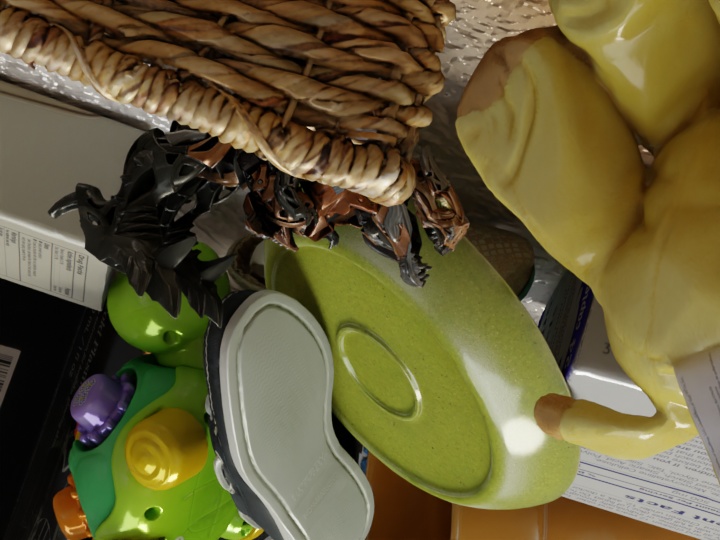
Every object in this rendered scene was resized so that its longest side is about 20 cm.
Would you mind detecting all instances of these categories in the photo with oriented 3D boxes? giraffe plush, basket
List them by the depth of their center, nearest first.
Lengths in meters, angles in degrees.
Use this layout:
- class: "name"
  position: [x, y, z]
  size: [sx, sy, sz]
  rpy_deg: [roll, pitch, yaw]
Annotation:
- class: "basket"
  position: [-0.074, -0.095, 0.468]
  size: [0.198, 0.151, 0.143]
  rpy_deg: [19, 159, -11]
- class: "giraffe plush"
  position: [0.152, -0.023, 0.510]
  size: [0.161, 0.203, 0.172]
  rpy_deg: [-5, 174, -44]

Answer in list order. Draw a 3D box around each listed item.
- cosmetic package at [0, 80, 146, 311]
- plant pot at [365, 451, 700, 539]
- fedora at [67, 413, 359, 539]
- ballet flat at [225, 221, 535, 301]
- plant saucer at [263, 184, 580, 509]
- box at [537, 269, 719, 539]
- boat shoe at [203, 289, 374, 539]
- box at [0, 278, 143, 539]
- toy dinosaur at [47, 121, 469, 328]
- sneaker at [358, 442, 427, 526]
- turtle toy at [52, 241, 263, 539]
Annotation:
- class: "cosmetic package"
  position: [-0.216, -0.055, 0.772]
  size: [0.198, 0.074, 0.104]
  rpy_deg: [19, 159, -7]
- class: "plant pot"
  position: [0.113, 0.153, 0.917]
  size: [0.181, 0.203, 0.200]
  rpy_deg: [5, 162, -14]
- class: "fedora"
  position: [-0.093, 0.111, 0.945]
  size: [0.198, 0.202, 0.092]
  rpy_deg: [14, 145, 4]
- class: "ballet flat"
  position: [0.000, 0.000, 0.770]
  size: [0.199, 0.068, 0.062]
  rpy_deg: [-8, 139, 46]
- class: "plant saucer"
  position: [0.017, 0.040, 0.698]
  size: [0.199, 0.031, 0.201]
  rpy_deg: [37, 151, 25]
- class: "box"
  position: [0.179, 0.058, 0.724]
  size: [0.182, 0.106, 0.200]
  rpy_deg: [17, 158, 1]
- class: "boat shoe"
  position: [-0.048, 0.079, 0.734]
  size: [0.060, 0.076, 0.201]
  rpy_deg: [24, 144, 33]
- class: "box"
  position: [-0.244, 0.108, 1.017]
  size: [0.122, 0.202, 0.197]
  rpy_deg: [14, 159, 6]
- class: "toy dinosaur"
  position: [-0.053, -0.052, 0.619]
  size: [0.199, 0.136, 0.102]
  rpy_deg: [36, -178, 31]
- class: "sneaker"
  position: [0.044, 0.159, 1.102]
  size: [0.085, 0.076, 0.200]
  rpy_deg: [5, -177, -5]
- class: "turtle toy"
  position: [-0.104, 0.081, 0.809]
  size: [0.100, 0.202, 0.145]
  rpy_deg: [23, -159, 22]
